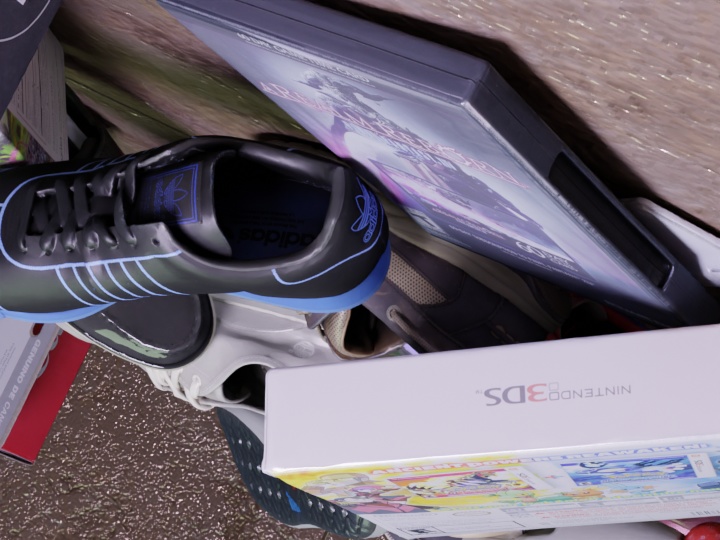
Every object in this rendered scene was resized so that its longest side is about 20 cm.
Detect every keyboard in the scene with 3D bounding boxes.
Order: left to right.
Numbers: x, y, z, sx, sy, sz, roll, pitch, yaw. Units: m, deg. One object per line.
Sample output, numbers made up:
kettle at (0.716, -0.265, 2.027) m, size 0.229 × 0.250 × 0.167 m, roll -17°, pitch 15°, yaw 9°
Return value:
keyboard at (0.090, -0.011, 0.737) m, size 0.056 × 0.011 × 0.200 m, roll 33°, pitch 171°, yaw -14°

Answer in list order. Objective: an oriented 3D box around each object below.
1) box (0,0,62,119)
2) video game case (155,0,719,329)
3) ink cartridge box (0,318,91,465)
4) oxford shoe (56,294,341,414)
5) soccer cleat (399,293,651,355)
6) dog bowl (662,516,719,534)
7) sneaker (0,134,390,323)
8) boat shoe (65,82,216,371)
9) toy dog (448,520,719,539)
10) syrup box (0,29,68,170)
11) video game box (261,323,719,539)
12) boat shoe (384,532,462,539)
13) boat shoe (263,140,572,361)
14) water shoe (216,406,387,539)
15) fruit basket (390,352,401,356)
box at (-0.194, -0.062, 0.575) m, size 0.131 × 0.201 × 0.115 m, roll 22°, pitch 171°, yaw 27°
video game case at (0.033, -0.038, 0.660) m, size 0.142 × 0.019 × 0.200 m, roll 24°, pitch 172°, yaw 38°
ink cartridge box at (-0.232, 0.020, 1.295) m, size 0.175 × 0.201 × 0.084 m, roll 21°, pitch 173°, yaw 39°
oxford shoe at (-0.086, 0.040, 0.978) m, size 0.199 × 0.058 × 0.075 m, roll 11°, pitch 152°, yaw 28°
soccer cleat at (0.082, 0.029, 0.886) m, size 0.199 × 0.068 × 0.074 m, roll 30°, pitch 148°, yaw 35°
dog bowl at (0.179, 0.107, 1.011) m, size 0.199 × 0.074 × 0.200 m, roll 25°, pitch 173°, yaw 3°
sneaker at (-0.088, -0.022, 0.745) m, size 0.198 × 0.071 × 0.078 m, roll -1°, pitch 160°, yaw 7°
boat shoe at (-0.144, -0.035, 0.919) m, size 0.202 × 0.074 × 0.063 m, roll 52°, pitch 169°, yaw 1°
toy dog at (0.128, 0.131, 0.904) m, size 0.198 × 0.133 × 0.096 m, roll 12°, pitch -168°, yaw 1°
syrup box at (-0.177, -0.080, 0.789) m, size 0.078 × 0.082 × 0.200 m, roll -4°, pitch 172°, yaw 1°
video game box at (0.084, 0.067, 0.739) m, size 0.198 × 0.047 × 0.182 m, roll -6°, pitch 165°, yaw 16°
boat shoe at (0.099, 0.140, 0.984) m, size 0.199 × 0.073 × 0.063 m, roll 19°, pitch 165°, yaw 16°
boat shoe at (0.000, 0.000, 0.832) m, size 0.199 × 0.074 × 0.074 m, roll 25°, pitch 171°, yaw 45°
water shoe at (-0.010, 0.097, 1.021) m, size 0.200 × 0.079 × 0.072 m, roll 14°, pitch 127°, yaw 62°
fruit basket at (-0.044, 0.016, 1.036) m, size 0.184 × 0.094 × 0.200 m, roll 29°, pitch 175°, yaw -23°
